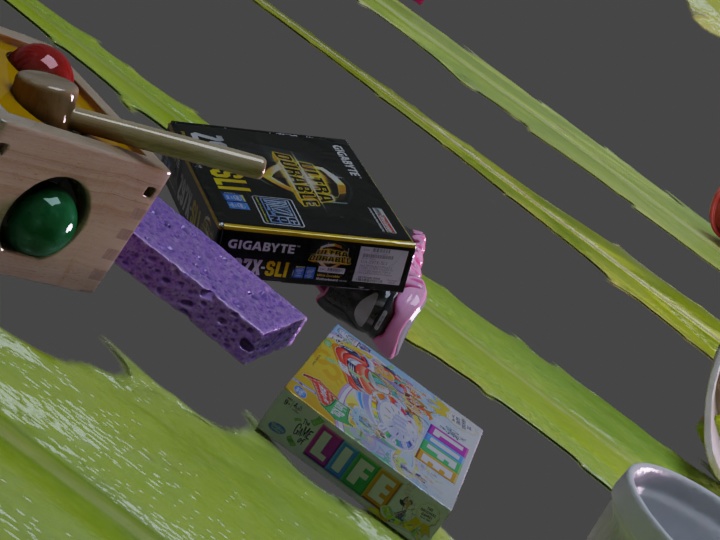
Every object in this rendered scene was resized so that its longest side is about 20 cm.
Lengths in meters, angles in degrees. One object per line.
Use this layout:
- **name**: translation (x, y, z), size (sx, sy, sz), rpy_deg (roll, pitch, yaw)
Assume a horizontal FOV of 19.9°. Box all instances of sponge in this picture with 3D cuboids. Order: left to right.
- **sponge**: translation (-0.135, -0.011, 1.459), size (0.200, 0.030, 0.112), rpy_deg (37, 14, 8)

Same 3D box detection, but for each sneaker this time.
- **sneaker**: translation (0.000, 0.000, 1.677), size (0.095, 0.079, 0.200), rpy_deg (22, 15, -7)

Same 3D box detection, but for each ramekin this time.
- **ramekin**: translation (0.228, 0.231, 1.368), size (0.200, 0.105, 0.200), rpy_deg (33, 15, -10)

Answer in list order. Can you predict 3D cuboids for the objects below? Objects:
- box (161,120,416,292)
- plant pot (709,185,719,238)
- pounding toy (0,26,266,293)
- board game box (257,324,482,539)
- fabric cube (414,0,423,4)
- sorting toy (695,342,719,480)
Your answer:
- **box**: translation (-0.062, -0.052, 1.620), size (0.159, 0.050, 0.200), rpy_deg (4, 26, -19)
- **plant pot**: translation (0.689, -0.060, 3.263), size (0.200, 0.201, 0.196), rpy_deg (24, 26, -39)
- **pounding toy**: translation (-0.204, -0.083, 1.296), size (0.200, 0.142, 0.184), rpy_deg (44, 17, 33)
- **board game box**: translation (0.011, 0.109, 1.403), size (0.134, 0.034, 0.200), rpy_deg (36, 14, 1)
- **fabric cube**: translation (0.052, -0.614, 3.523), size (0.199, 0.200, 0.196), rpy_deg (26, 17, -38)
- **sorting toy**: translation (0.385, 0.182, 1.935), size (0.200, 0.107, 0.180), rpy_deg (37, 21, 5)
